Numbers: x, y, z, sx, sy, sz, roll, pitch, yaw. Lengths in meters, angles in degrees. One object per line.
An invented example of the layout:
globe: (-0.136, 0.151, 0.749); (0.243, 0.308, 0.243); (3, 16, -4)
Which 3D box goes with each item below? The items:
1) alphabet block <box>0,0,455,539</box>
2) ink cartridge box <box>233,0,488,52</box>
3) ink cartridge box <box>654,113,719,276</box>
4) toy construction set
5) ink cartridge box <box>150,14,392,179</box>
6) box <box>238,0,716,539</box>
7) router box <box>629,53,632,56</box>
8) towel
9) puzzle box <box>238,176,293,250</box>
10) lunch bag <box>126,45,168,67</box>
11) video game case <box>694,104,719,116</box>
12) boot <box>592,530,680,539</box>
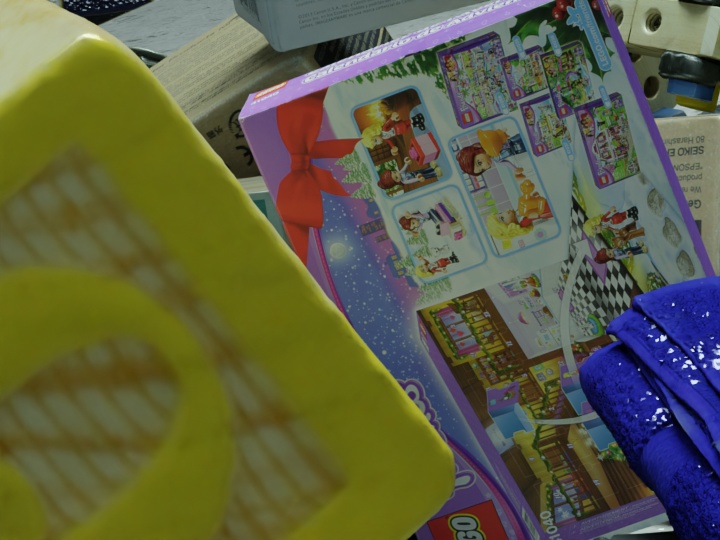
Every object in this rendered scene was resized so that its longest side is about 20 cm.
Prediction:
alphabet block: (-0.114, 0.040, 1.001); (0.195, 0.196, 0.200); (-42, 16, -5)
ink cartridge box: (0.034, -0.208, 1.291); (0.200, 0.176, 0.084); (-14, 21, -12)
ink cartridge box: (0.131, -0.007, 1.260); (0.165, 0.075, 0.200); (-5, -12, 37)
toy construction set: (0.160, -0.087, 1.275); (0.131, 0.092, 0.200); (11, -12, -42)
ink cartridge box: (-0.079, -0.048, 1.402); (0.200, 0.075, 0.165); (-32, 15, 17)
box: (0.057, 0.006, 1.089); (0.137, 0.200, 0.039); (-20, 14, 11)
router box: (0.129, -0.129, 1.462); (0.200, 0.052, 0.157); (-34, -7, -38)
towel: (0.160, 0.047, 0.916); (0.148, 0.050, 0.200); (-13, 24, -7)
puzzle box: (-0.116, 0.034, 1.320); (0.200, 0.133, 0.025); (-6, 18, 14)
lunch bag: (-0.153, -0.044, 1.646); (0.200, 0.118, 0.164); (-15, -11, -25)
video game case: (0.236, -0.037, 1.437); (0.143, 0.018, 0.200); (42, 33, 16)
boot: (0.152, 0.099, 0.954); (0.162, 0.073, 0.198); (-7, 16, 11)
